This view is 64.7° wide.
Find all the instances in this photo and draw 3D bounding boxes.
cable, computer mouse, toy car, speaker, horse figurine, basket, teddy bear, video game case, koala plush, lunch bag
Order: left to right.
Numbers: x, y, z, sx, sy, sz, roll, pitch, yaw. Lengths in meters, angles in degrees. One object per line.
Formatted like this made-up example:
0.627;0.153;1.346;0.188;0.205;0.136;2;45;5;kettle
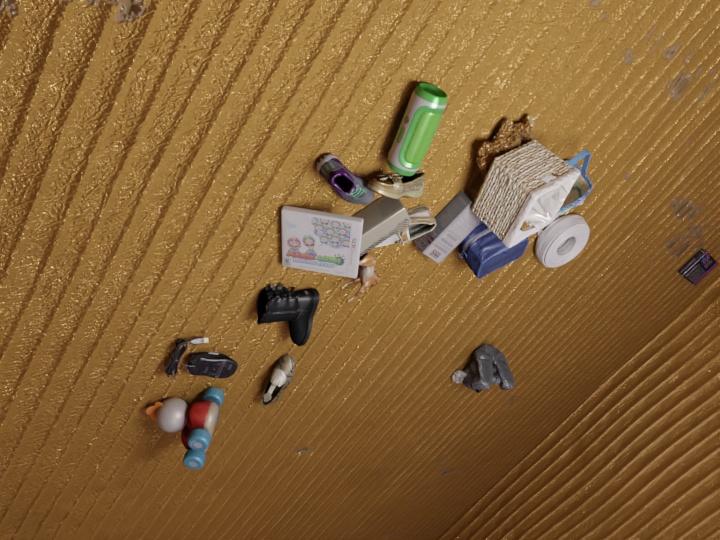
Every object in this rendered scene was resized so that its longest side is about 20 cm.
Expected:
-0.518;0.434;1.637;0.197;0.185;0.178;17;126;-8;toy car
-0.426;0.231;1.557;0.198;0.046;0.142;7;122;-31;computer mouse
-0.098;-0.067;1.404;0.197;0.024;0.184;10;133;3;video game case
0.000;0.000;1.587;0.132;0.050;0.202;-29;136;-24;horse figurine
0.130;-0.326;1.323;0.087;0.089;0.202;-2;131;-32;speaker
0.475;0.408;2.256;0.175;0.186;0.200;6;149;-26;koala plush
0.384;-0.080;1.703;0.198;0.133;0.136;-25;156;-10;lunch bag
0.383;-0.334;1.507;0.200;0.067;0.145;-42;149;1;teddy bear
0.431;-0.204;1.504;0.197;0.161;0.201;-27;150;-30;basket
0.587;-0.249;1.655;0.175;0.140;0.200;-34;150;3;basket
0.683;-0.100;1.922;0.198;0.070;0.201;-21;139;-14;cable

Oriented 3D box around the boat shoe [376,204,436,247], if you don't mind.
0.111;-0.111;1.539;0.198;0.069;0.075;-27;140;-7;boat shoe

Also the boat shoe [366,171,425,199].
0.090;-0.218;1.411;0.199;0.073;0.063;-11;125;-52;boat shoe

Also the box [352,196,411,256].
0.026;-0.112;1.474;0.199;0.083;0.069;-32;141;2;box

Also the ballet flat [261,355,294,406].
-0.259;0.350;1.752;0.075;0.067;0.201;-42;164;-56;ballet flat

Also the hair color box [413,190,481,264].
0.257;-0.121;1.630;0.200;0.061;0.099;-47;138;15;hair color box

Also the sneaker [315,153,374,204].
-0.026;-0.193;1.352;0.074;0.088;0.199;-45;138;15;sneaker

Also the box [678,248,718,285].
1.543;-0.014;2.598;0.199;0.036;0.143;18;118;-45;box

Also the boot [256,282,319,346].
-0.209;0.127;1.567;0.161;0.073;0.200;-2;124;-35;boot
